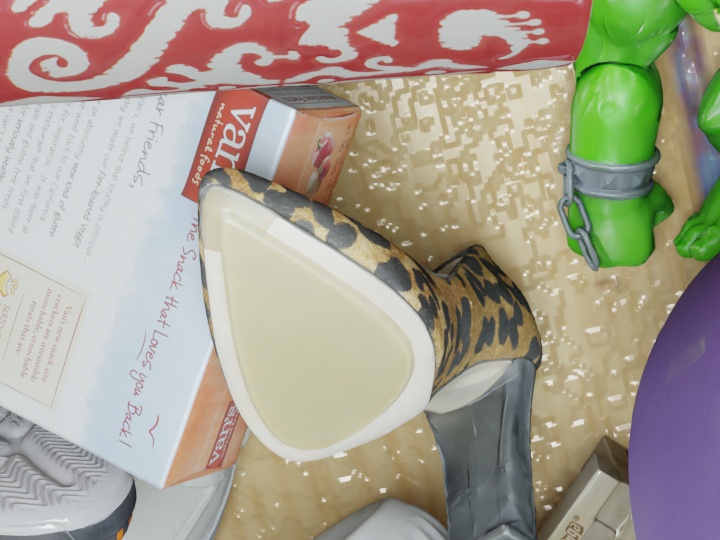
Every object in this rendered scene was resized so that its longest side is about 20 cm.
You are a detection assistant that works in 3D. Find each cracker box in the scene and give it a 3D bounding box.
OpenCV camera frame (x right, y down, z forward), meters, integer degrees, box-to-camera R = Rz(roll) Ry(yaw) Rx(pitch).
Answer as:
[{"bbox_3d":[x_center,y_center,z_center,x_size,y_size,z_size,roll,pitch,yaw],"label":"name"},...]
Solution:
[{"bbox_3d":[-0.114,-0.030,0.897,0.200,0.058,0.134,26,104,21],"label":"cracker box"}]

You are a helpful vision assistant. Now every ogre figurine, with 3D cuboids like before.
[{"bbox_3d":[0.146,-0.079,0.906,0.200,0.098,0.120,-13,109,43],"label":"ogre figurine"}]

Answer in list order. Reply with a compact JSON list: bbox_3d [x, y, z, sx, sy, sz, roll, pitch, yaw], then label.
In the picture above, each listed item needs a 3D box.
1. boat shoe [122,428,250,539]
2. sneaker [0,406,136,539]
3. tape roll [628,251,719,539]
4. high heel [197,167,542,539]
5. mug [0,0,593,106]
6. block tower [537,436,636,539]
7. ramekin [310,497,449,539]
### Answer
[{"bbox_3d":[-0.066,0.040,0.946,0.071,0.070,0.200,21,102,-5],"label":"boat shoe"},{"bbox_3d":[-0.149,0.107,0.940,0.200,0.078,0.112,2,117,38],"label":"sneaker"},{"bbox_3d":[0.188,0.059,0.801,0.199,0.085,0.201,4,75,-14],"label":"tape roll"},{"bbox_3d":[0.000,0.000,0.875,0.071,0.143,0.200,-23,131,19],"label":"high heel"},{"bbox_3d":[-0.034,-0.133,0.789,0.199,0.133,0.178,-1,109,-4],"label":"mug"},{"bbox_3d":[0.154,0.134,0.979,0.200,0.058,0.054,31,102,-9],"label":"block tower"},{"bbox_3d":[-0.026,0.161,0.918,0.202,0.202,0.094,-36,88,8],"label":"ramekin"}]
